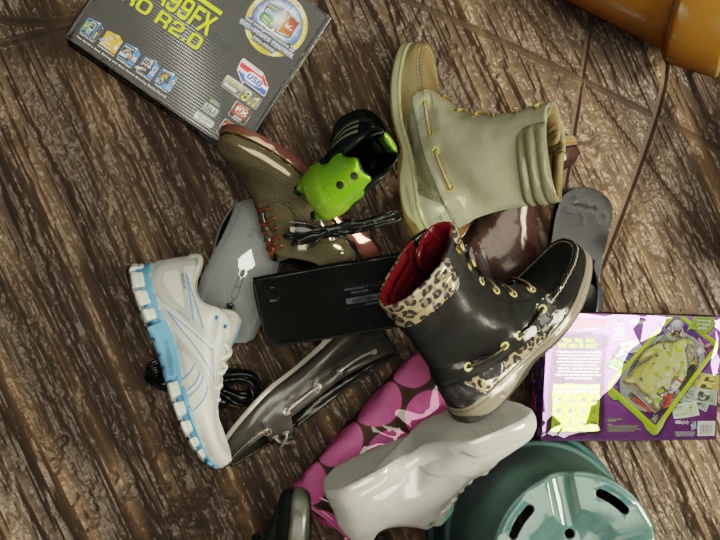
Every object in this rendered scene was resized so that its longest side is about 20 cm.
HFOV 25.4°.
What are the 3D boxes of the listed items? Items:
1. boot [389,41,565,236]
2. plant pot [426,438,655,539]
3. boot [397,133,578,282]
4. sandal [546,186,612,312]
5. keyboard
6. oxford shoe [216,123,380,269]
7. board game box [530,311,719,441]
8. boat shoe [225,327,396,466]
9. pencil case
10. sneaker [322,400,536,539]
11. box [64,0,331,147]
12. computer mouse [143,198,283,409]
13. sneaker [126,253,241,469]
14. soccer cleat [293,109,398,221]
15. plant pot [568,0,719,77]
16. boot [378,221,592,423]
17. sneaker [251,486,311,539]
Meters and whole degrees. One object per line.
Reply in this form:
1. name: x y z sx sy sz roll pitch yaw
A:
1. boot: 0.108 -0.135 1.468 0.153 0.072 0.202 -15 64 23
2. plant pot: 0.172 0.247 1.446 0.198 0.196 0.202 0 87 -6
3. boot: 0.149 -0.018 1.514 0.199 0.072 0.167 -30 88 3
4. sandal: 0.202 0.020 1.534 0.075 0.043 0.202 4 87 -6
5. keyboard: 0.000 0.000 1.445 0.198 0.021 0.128 -10 121 0
6. oxford shoe: -0.066 -0.049 1.463 0.200 0.070 0.075 45 69 -15
7. board game box: 0.253 0.100 1.514 0.198 0.032 0.121 3 95 -24
8. boat shoe: -0.050 0.120 1.487 0.200 0.067 0.057 -44 78 -9
9. pencil case: 0.032 0.163 1.489 0.094 0.091 0.200 44 86 -6
10. sneaker: 0.071 0.185 1.427 0.198 0.075 0.089 -23 109 2
11. box: -0.152 -0.225 1.501 0.199 0.044 0.161 35 86 -4
12. computer mouse: -0.122 0.027 1.496 0.109 0.044 0.202 18 86 -5
13. sneaker: -0.141 0.078 1.440 0.086 0.075 0.202 -19 89 -7
14. soccer cleat: 0.004 -0.103 1.443 0.081 0.200 0.068 -29 104 25
15. plant pot: 0.274 -0.302 1.492 0.182 0.200 0.202 17 86 11
16. boot: 0.111 0.015 1.409 0.200 0.073 0.151 -49 120 -15
17. sneaker: -0.105 0.278 1.448 0.113 0.076 0.201 14 119 -1
